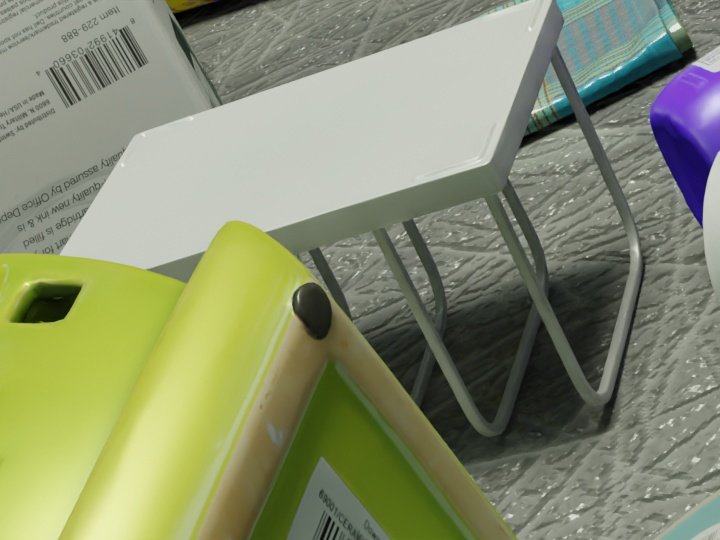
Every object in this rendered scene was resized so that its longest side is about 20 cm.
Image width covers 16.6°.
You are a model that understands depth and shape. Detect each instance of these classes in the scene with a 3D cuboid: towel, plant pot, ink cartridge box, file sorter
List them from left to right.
[{"bbox_3d":[-0.138,-0.058,1.160,0.146,0.200,0.084,-27,22,4],"label":"ink cartridge box"},{"bbox_3d":[-0.065,0.112,0.726,0.181,0.200,0.199,-16,34,35],"label":"plant pot"},{"bbox_3d":[0.000,0.000,0.987,0.199,0.125,0.139,-17,26,24],"label":"file sorter"},{"bbox_3d":[0.063,-0.096,1.227,0.199,0.022,0.147,-26,24,9],"label":"towel"}]

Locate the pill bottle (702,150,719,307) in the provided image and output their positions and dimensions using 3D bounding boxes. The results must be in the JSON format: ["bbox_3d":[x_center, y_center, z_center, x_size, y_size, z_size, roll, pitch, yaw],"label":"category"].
[{"bbox_3d":[0.217,-0.019,0.805,0.199,0.112,0.112,-9,31,38],"label":"pill bottle"}]

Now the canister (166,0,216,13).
[{"bbox_3d":[-0.075,-0.228,1.553,0.199,0.087,0.149,-13,29,29],"label":"canister"}]

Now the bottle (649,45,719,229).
[{"bbox_3d":[0.212,-0.086,0.970,0.200,0.084,0.065,-34,24,-8],"label":"bottle"}]

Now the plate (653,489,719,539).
[{"bbox_3d":[0.102,0.102,0.720,0.200,0.026,0.200,-41,7,6],"label":"plate"}]
